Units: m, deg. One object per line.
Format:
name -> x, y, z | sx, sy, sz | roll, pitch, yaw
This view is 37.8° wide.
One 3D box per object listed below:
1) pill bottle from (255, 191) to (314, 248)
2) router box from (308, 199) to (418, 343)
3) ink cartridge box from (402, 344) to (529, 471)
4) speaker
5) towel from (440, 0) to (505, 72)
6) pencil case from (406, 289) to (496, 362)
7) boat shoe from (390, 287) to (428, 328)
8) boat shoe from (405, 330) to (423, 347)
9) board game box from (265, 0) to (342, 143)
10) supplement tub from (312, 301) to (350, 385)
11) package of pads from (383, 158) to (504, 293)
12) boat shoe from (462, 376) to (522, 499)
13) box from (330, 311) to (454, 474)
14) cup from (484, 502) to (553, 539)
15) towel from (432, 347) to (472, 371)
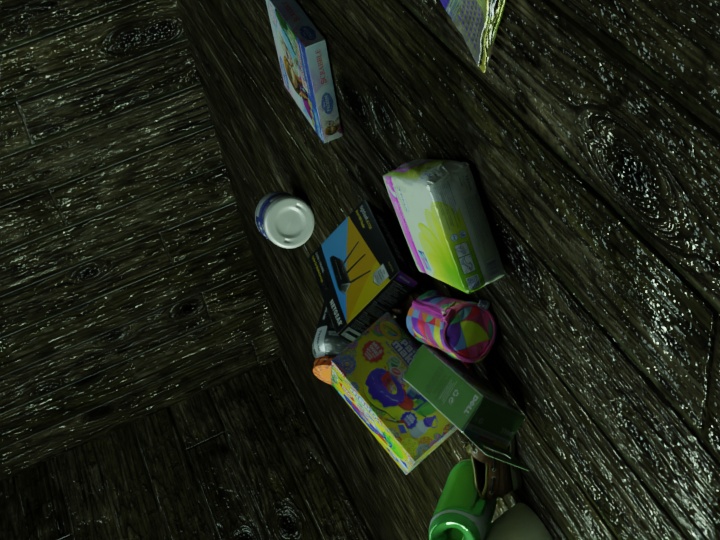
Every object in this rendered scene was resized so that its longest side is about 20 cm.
pill bottle -> -0.185, -0.124, 2.478 | 0.200, 0.118, 0.121 | -149, 38, -73
router box -> 0.000, 0.000, 1.710 | 0.051, 0.149, 0.201 | 32, -159, -36
ink cartridge box -> 0.157, 0.187, 1.448 | 0.103, 0.060, 0.200 | 28, -173, -41
speaker -> 0.163, 0.370, 1.643 | 0.090, 0.087, 0.200 | 70, -159, -12
towel -> 0.091, -0.314, 1.058 | 0.144, 0.022, 0.202 | 93, 153, -67
pencil case -> 0.125, 0.074, 1.484 | 0.200, 0.087, 0.090 | -174, 62, -77
boat shoe -> 0.064, 0.064, 1.711 | 0.200, 0.067, 0.073 | 167, 104, -77
boat shoe -> 0.080, 0.140, 1.879 | 0.200, 0.056, 0.068 | -127, 19, -54
board game box -> -0.099, -0.358, 1.826 | 0.202, 0.041, 0.200 | 79, 164, -45
supplement tub -> -0.015, 0.098, 1.863 | 0.123, 0.121, 0.203 | 90, -166, -63
package of pads -> 0.104, -0.066, 1.352 | 0.157, 0.067, 0.200 | 69, 168, -14
boat shoe -> 0.188, 0.257, 1.563 | 0.072, 0.067, 0.203 | -137, 27, -65
box -> 0.059, 0.199, 1.672 | 0.200, 0.122, 0.193 | 49, 168, 12
cup -> 0.227, 0.481, 1.615 | 0.200, 0.141, 0.203 | 157, 90, -79
towel -> 0.158, 0.182, 1.687 | 0.144, 0.022, 0.203 | -152, 41, -72
